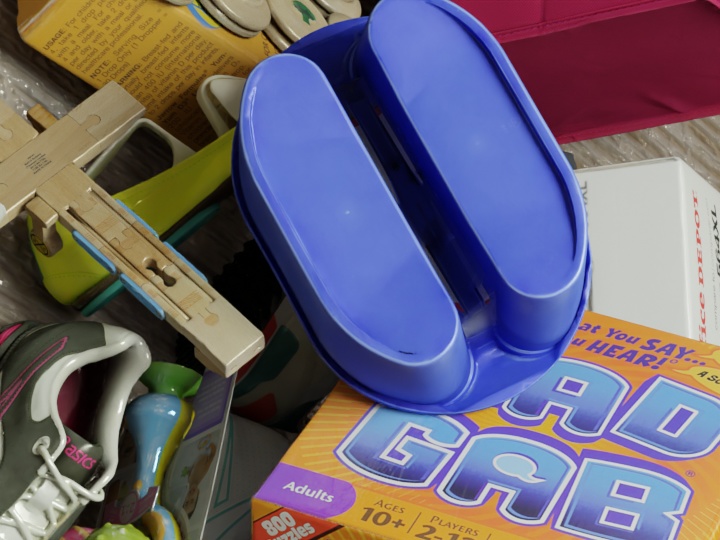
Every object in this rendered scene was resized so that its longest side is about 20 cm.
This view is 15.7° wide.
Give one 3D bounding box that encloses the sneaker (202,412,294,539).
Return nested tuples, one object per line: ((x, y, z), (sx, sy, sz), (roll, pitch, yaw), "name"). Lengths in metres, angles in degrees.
((-0.085, 0.157, 1.266), (0.080, 0.070, 0.200), (30, 55, -17), "sneaker")

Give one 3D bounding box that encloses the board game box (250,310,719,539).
((0.079, 0.154, 1.259), (0.200, 0.200, 0.200), (-52, 151, -48), "board game box")

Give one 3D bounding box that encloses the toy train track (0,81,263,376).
((-0.122, -0.016, 1.218), (0.115, 0.033, 0.200), (-39, 65, -23), "toy train track")

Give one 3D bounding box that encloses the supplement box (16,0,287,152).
((-0.082, -0.108, 1.321), (0.200, 0.069, 0.067), (30, 30, -35), "supplement box")

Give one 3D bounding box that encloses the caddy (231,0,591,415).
((0.023, -0.031, 1.207), (0.141, 0.105, 0.200), (-28, 78, -5), "caddy")

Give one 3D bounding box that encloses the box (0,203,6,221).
((-0.258, 0.030, 1.062), (0.128, 0.109, 0.200), (35, 53, -7), "box")

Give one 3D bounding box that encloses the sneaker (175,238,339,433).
((0.000, 0.001, 1.334), (0.200, 0.070, 0.093), (-47, 131, 3), "sneaker")

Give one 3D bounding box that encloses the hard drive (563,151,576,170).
((0.077, 0.024, 1.474), (0.135, 0.042, 0.200), (10, 71, -44), "hard drive")

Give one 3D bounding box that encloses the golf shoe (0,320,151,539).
((-0.163, 0.103, 1.179), (0.077, 0.088, 0.200), (41, 54, -32), "golf shoe")

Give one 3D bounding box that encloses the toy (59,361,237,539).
((-0.117, 0.132, 1.202), (0.047, 0.115, 0.200), (28, 60, -22), "toy")

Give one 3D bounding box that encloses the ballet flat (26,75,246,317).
((-0.076, -0.055, 1.277), (0.200, 0.067, 0.067), (-33, 86, -8), "ballet flat")

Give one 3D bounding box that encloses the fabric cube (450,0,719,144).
((0.139, -0.200, 1.463), (0.196, 0.200, 0.200), (20, 65, -58), "fabric cube")

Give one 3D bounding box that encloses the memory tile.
((-0.066, -0.171, 1.343), (0.200, 0.017, 0.153), (21, 36, -47), "memory tile")

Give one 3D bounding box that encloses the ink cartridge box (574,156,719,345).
((0.178, 0.032, 1.498), (0.200, 0.084, 0.146), (27, 58, -64), "ink cartridge box")
